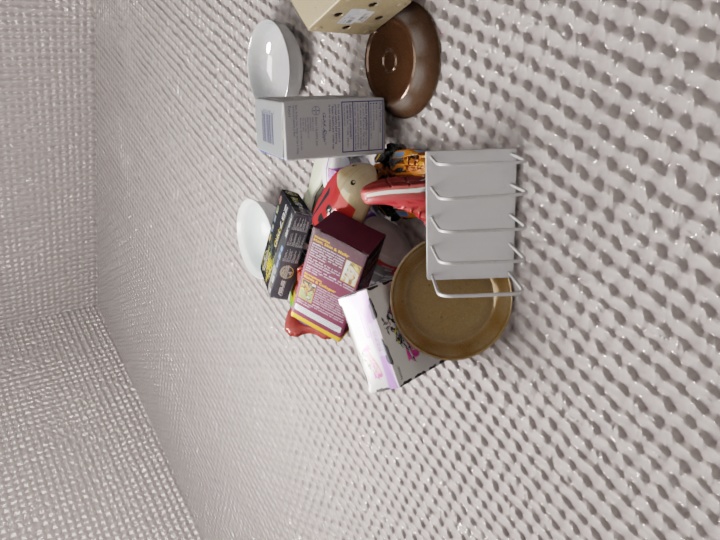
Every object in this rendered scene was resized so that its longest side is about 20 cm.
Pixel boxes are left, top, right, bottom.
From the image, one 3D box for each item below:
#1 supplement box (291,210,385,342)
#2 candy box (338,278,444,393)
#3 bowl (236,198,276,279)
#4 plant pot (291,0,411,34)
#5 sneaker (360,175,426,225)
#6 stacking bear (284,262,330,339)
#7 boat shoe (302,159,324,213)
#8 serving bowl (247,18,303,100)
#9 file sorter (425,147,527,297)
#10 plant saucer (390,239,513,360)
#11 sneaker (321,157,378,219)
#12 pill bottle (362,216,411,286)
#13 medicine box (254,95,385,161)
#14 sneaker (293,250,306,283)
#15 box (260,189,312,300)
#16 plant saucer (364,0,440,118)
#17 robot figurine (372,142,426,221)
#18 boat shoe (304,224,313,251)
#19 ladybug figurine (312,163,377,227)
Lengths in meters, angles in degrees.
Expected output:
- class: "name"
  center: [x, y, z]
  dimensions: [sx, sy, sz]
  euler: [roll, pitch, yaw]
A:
- class: "supplement box"
  center: [-0.042, 0.011, 1.161]
  dimensions: [0.110, 0.086, 0.201]
  euler: [26, 125, 12]
- class: "candy box"
  center: [0.074, 0.096, 1.117]
  dimensions: [0.071, 0.199, 0.170]
  euler: [-20, 89, 42]
- class: "bowl"
  center: [-0.227, -0.084, 1.620]
  dimensions: [0.200, 0.090, 0.204]
  euler: [22, 117, 51]
- class: "plant pot"
  center: [-0.017, -0.506, 1.074]
  dimensions: [0.199, 0.198, 0.179]
  euler: [-12, 89, 56]
- class: "sneaker"
  center: [0.102, -0.092, 1.054]
  dimensions: [0.078, 0.197, 0.117]
  euler: [-89, -5, -71]
- class: "stacking bear"
  center: [-0.103, 0.052, 1.420]
  dimensions: [0.201, 0.120, 0.115]
  euler: [100, 173, -56]
- class: "boat shoe"
  center: [-0.079, -0.180, 1.399]
  dimensions: [0.203, 0.060, 0.073]
  euler: [116, 153, -42]
- class: "serving bowl"
  center: [-0.183, -0.458, 1.458]
  dimensions: [0.199, 0.065, 0.203]
  euler: [24, 120, 50]
- class: "file sorter"
  center: [0.171, -0.072, 0.955]
  dimensions: [0.125, 0.137, 0.203]
  euler: [-89, -3, -76]
- class: "plant saucer"
  center: [0.147, 0.044, 1.058]
  dimensions: [0.035, 0.198, 0.203]
  euler: [38, -142, -88]
- class: "sneaker"
  center: [-0.010, -0.146, 1.308]
  dimensions: [0.114, 0.072, 0.203]
  euler: [12, 119, 49]
- class: "pill bottle"
  center: [0.000, 0.000, 1.258]
  dimensions: [0.200, 0.113, 0.115]
  euler: [-48, 61, 37]
- class: "medicine box"
  center: [-0.078, -0.272, 1.214]
  dimensions: [0.182, 0.198, 0.104]
  euler: [-147, 53, -61]
- class: "sneaker"
  center: [-0.156, 0.027, 1.555]
  dimensions: [0.076, 0.083, 0.203]
  euler: [-2, 98, 56]
- class: "box"
  center: [-0.167, -0.059, 1.430]
  dimensions: [0.161, 0.049, 0.202]
  euler: [-126, 51, -60]
- class: "plant saucer"
  center: [0.063, -0.373, 1.151]
  dimensions: [0.200, 0.036, 0.203]
  euler: [25, 121, 51]
- class: "robot figurine"
  center: [0.076, -0.160, 1.176]
  dimensions: [0.199, 0.058, 0.147]
  euler: [9, 106, 54]
- class: "boat shoe"
  center: [-0.058, -0.038, 1.407]
  dimensions: [0.199, 0.076, 0.061]
  euler: [33, 87, 28]
- class: "ladybug figurine"
  center: [-0.036, -0.122, 1.209]
  dimensions: [0.200, 0.071, 0.137]
  euler: [127, 152, -43]
